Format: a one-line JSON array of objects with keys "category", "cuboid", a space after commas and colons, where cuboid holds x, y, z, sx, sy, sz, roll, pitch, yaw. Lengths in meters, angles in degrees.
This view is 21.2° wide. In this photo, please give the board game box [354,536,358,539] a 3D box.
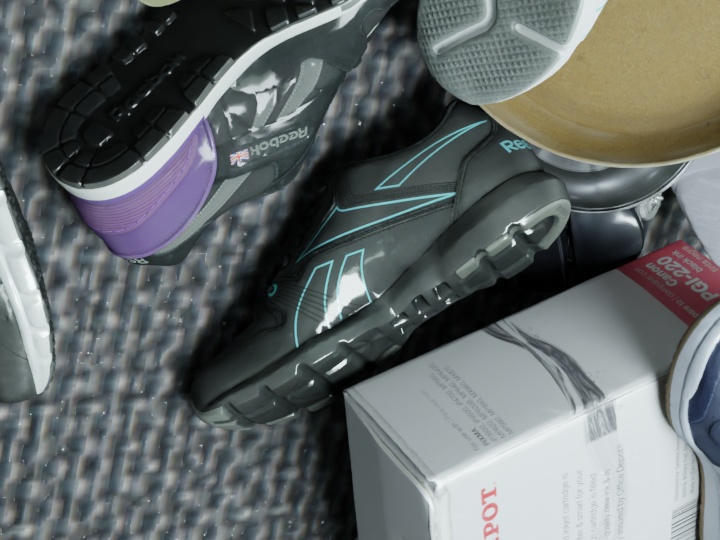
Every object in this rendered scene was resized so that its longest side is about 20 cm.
[{"category": "board game box", "cuboid": [0.017, 0.201, 1.005, 0.200, 0.034, 0.135, -35, 125, -17]}]

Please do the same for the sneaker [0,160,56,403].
[{"category": "sneaker", "cuboid": [-0.178, -0.030, 0.760, 0.080, 0.074, 0.201, -22, 118, -8]}]

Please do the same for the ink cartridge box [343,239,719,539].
[{"category": "ink cartridge box", "cuboid": [0.098, 0.093, 0.921, 0.199, 0.085, 0.146, -24, 131, -22]}]

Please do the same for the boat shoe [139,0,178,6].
[{"category": "boat shoe", "cuboid": [-0.088, -0.195, 0.739, 0.075, 0.068, 0.201, -32, 145, -25]}]

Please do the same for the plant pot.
[{"category": "plant pot", "cuboid": [0.124, -0.144, 0.851, 0.201, 0.199, 0.027, -63, 165, 5]}]

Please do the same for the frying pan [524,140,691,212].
[{"category": "frying pan", "cuboid": [0.129, -0.113, 0.886, 0.190, 0.115, 0.031, -52, 168, 19]}]

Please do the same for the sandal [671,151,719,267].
[{"category": "sandal", "cuboid": [0.171, -0.087, 0.953, 0.208, 0.079, 0.059, 64, 31, -15]}]

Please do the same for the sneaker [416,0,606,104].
[{"category": "sneaker", "cuboid": [0.095, -0.148, 0.798, 0.080, 0.070, 0.201, -33, 164, -51]}]

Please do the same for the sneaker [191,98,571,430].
[{"category": "sneaker", "cuboid": [0.000, 0.000, 0.890, 0.199, 0.079, 0.075, -35, 162, 4]}]

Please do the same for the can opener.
[{"category": "can opener", "cuboid": [0.127, 0.014, 0.993, 0.064, 0.078, 0.201, -67, 146, -44]}]

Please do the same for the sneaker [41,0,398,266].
[{"category": "sneaker", "cuboid": [-0.043, -0.084, 0.830, 0.200, 0.076, 0.088, -40, 142, -9]}]

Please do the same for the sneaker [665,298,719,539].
[{"category": "sneaker", "cuboid": [0.202, 0.102, 0.865, 0.070, 0.108, 0.201, -32, 134, -15]}]
